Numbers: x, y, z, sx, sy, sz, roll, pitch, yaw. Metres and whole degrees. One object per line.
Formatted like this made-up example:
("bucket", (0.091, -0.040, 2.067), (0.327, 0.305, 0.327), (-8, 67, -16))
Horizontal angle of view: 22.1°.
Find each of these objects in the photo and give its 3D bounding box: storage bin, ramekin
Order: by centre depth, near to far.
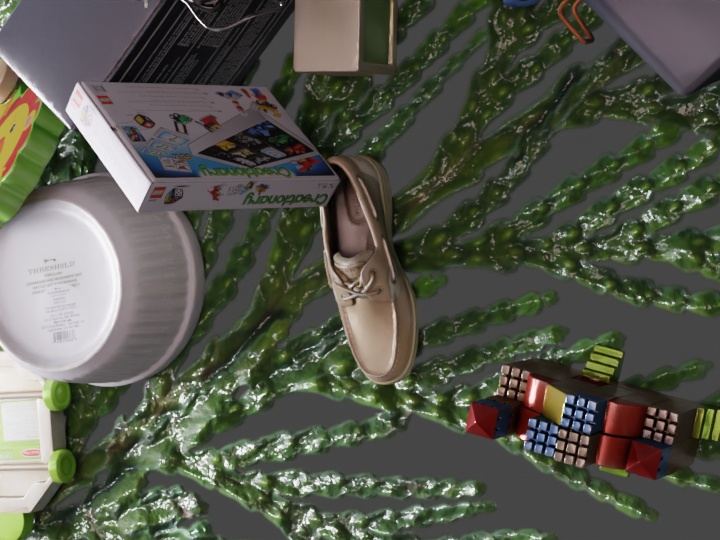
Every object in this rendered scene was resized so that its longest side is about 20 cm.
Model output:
("storage bin", (0.235, -0.204, 1.380), (0.146, 0.200, 0.134), (-42, 84, 22))
("ramekin", (-0.252, 0.010, 1.679), (0.200, 0.105, 0.201), (1, 93, 26))

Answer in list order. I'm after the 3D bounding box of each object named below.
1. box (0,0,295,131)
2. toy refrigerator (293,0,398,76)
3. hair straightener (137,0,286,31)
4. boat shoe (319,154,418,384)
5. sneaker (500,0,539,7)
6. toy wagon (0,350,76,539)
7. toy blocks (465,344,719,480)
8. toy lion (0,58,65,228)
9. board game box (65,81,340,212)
("box", (-0.173, -0.227, 1.576), (0.123, 0.198, 0.200), (45, 110, 18))
("toy refrigerator", (-0.008, -0.266, 1.559), (0.070, 0.076, 0.200), (3, 93, 27))
("hair straightener", (-0.145, -0.237, 1.434), (0.200, 0.041, 0.077), (30, 104, 19))
("boat shoe", (0.000, 0.000, 1.572), (0.072, 0.065, 0.200), (-9, 88, 27))
("sneaker", (0.119, -0.314, 1.488), (0.071, 0.083, 0.200), (-4, 89, 27))
("toy wagon", (-0.343, 0.178, 1.769), (0.155, 0.040, 0.200), (-4, 91, 27))
("toy blocks", (0.177, 0.117, 1.448), (0.200, 0.137, 0.100), (15, 99, 25))
("toy lion", (-0.332, -0.093, 1.674), (0.200, 0.069, 0.192), (-49, 27, 21))
("board game box", (-0.127, -0.103, 1.508), (0.126, 0.200, 0.035), (52, 127, 31))
